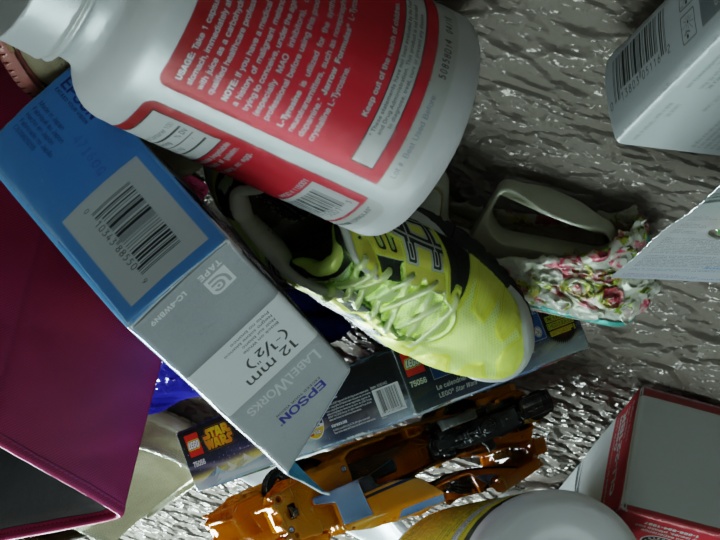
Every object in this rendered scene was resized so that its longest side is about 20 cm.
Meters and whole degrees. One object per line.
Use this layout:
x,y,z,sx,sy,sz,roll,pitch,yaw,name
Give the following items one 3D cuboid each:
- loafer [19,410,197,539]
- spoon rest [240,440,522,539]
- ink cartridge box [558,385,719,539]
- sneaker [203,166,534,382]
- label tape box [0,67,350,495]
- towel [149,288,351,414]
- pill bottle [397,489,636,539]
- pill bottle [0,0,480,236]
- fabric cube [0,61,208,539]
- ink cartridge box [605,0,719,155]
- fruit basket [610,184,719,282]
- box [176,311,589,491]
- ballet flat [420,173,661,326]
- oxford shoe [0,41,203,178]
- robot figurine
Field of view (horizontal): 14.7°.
-0.161,0.140,1.800,0.076,0.068,0.200,29,149,-28,loafer
0.002,0.137,1.732,0.200,0.061,0.099,20,152,-15,spoon rest
0.198,0.159,1.661,0.144,0.084,0.200,15,152,-6,ink cartridge box
0.000,0.000,1.351,0.200,0.076,0.075,34,117,-17,sneaker
-0.077,0.010,1.319,0.143,0.066,0.200,46,180,37,label tape box
-0.118,0.055,1.576,0.200,0.050,0.148,-18,171,42,towel
0.077,0.188,1.605,0.112,0.113,0.200,21,165,-16,pill bottle
-0.056,-0.102,1.243,0.200,0.112,0.112,24,151,-20,pill bottle
-0.230,0.013,1.445,0.196,0.200,0.200,-13,143,42,fabric cube
0.230,-0.098,1.222,0.200,0.047,0.160,4,156,-20,ink cartridge box
0.225,-0.024,1.255,0.185,0.094,0.200,1,172,-9,fruit basket
0.010,0.066,1.531,0.137,0.040,0.200,-18,176,-42,box
0.056,-0.020,1.419,0.200,0.076,0.064,8,122,1,ballet flat
-0.122,-0.111,1.327,0.075,0.071,0.200,-21,146,14,oxford shoe
0.018,0.118,1.589,0.200,0.058,0.145,-19,178,-28,robot figurine
